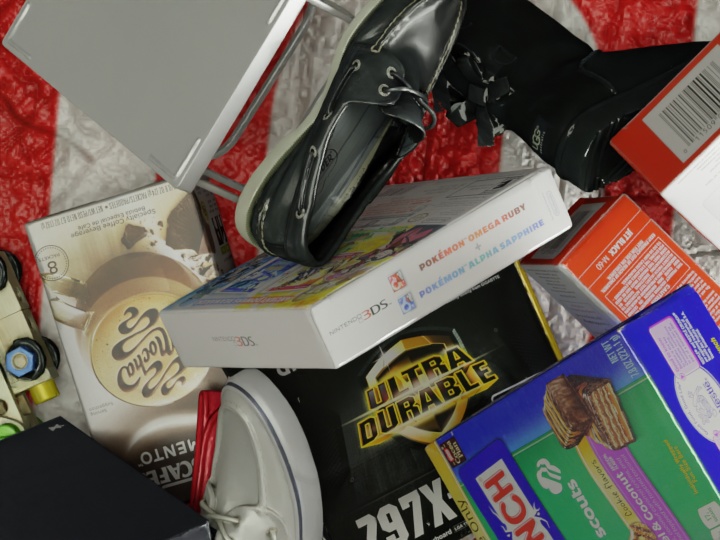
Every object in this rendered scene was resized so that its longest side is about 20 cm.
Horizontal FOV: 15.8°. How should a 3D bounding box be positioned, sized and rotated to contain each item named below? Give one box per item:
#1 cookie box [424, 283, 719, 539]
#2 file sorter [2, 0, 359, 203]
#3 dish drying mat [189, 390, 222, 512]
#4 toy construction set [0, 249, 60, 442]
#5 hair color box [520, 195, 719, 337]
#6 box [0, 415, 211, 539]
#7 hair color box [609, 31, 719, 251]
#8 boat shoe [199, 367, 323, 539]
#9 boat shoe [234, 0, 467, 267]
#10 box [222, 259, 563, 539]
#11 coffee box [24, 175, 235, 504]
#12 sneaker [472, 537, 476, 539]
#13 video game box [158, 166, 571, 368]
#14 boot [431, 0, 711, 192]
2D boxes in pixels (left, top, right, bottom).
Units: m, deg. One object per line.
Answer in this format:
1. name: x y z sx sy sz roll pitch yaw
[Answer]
1. cookie box: 0.153 0.128 1.505 0.200 0.075 0.171 -37 82 49
2. file sorter: -0.092 -0.136 1.573 0.200 0.124 0.139 39 100 40
3. dish drying mat: -0.010 0.121 1.628 0.200 0.018 0.077 7 83 -24
4. toy construction set: -0.270 0.056 1.676 0.131 0.092 0.200 -24 103 8
5. hair color box: 0.199 0.043 1.583 0.200 0.111 0.064 45 84 -7
6. box: -0.168 0.215 1.587 0.104 0.200 0.183 -21 116 -27
7. hair color box: 0.250 -0.056 1.554 0.111 0.200 0.064 -45 45 8
8. boat shoe: -0.068 0.155 1.555 0.066 0.072 0.200 -25 128 -31
9. boat shoe: 0.008 -0.086 1.497 0.199 0.074 0.066 -51 45 -3
10. box: 0.035 0.090 1.614 0.200 0.049 0.160 -25 95 -24
11. coffee box: -0.127 0.047 1.657 0.113 0.080 0.200 -17 93 6
12. sneaker: 0.081 0.234 1.650 0.078 0.116 0.200 42 82 18
13. video game box: 0.000 0.000 1.546 0.182 0.200 0.047 -28 102 -27
14. boot: 0.131 -0.127 1.601 0.162 0.198 0.073 37 131 30
